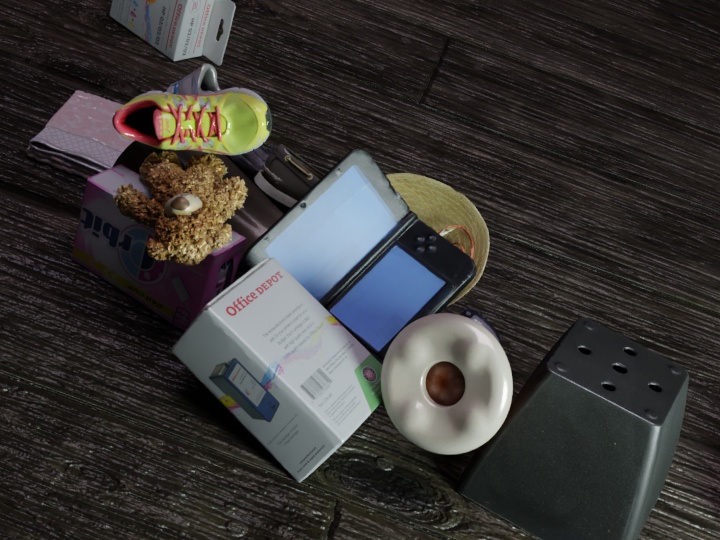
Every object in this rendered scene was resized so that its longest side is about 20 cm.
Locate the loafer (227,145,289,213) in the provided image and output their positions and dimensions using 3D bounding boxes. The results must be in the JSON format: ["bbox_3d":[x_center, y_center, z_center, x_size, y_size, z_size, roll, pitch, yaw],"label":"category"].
[{"bbox_3d":[-0.127,-0.135,1.827,0.200,0.068,0.071,40,59,-10],"label":"loafer"}]

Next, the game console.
[{"bbox_3d":[0.001,-0.005,1.560,0.200,0.117,0.176,-44,57,-12],"label":"game console"}]

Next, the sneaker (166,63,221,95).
[{"bbox_3d":[-0.196,-0.197,1.878,0.075,0.087,0.201,3,54,-54],"label":"sneaker"}]

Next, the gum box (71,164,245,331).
[{"bbox_3d":[-0.233,-0.023,1.606,0.199,0.114,0.066,30,33,18],"label":"gum box"}]

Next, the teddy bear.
[{"bbox_3d":[-0.198,-0.086,1.547,0.144,0.067,0.200,17,30,1],"label":"teddy bear"}]

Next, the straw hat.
[{"bbox_3d":[0.058,-0.013,1.672,0.200,0.085,0.202,-3,66,7],"label":"straw hat"}]

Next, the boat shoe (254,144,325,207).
[{"bbox_3d":[-0.034,-0.091,1.737,0.201,0.060,0.072,26,17,-22],"label":"boat shoe"}]

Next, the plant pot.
[{"bbox_3d":[0.249,0.173,1.506,0.199,0.178,0.199,27,32,15],"label":"plant pot"}]

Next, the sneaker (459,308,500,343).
[{"bbox_3d":[0.082,0.084,1.652,0.199,0.070,0.109,22,35,-9],"label":"sneaker"}]

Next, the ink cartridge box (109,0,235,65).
[{"bbox_3d":[-0.297,-0.410,2.166,0.200,0.116,0.068,36,35,25],"label":"ink cartridge box"}]

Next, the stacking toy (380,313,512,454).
[{"bbox_3d":[0.122,0.117,1.508,0.146,0.147,0.200,32,14,21],"label":"stacking toy"}]

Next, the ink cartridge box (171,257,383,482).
[{"bbox_3d":[-0.079,0.101,1.472,0.200,0.088,0.145,46,35,2],"label":"ink cartridge box"}]

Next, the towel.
[{"bbox_3d":[-0.326,-0.171,1.864,0.199,0.032,0.191,21,31,1],"label":"towel"}]

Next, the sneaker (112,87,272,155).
[{"bbox_3d":[-0.197,-0.167,1.585,0.199,0.079,0.090,2,12,24],"label":"sneaker"}]

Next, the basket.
[{"bbox_3d":[-0.184,-0.069,1.692,0.200,0.136,0.180,40,22,24],"label":"basket"}]
